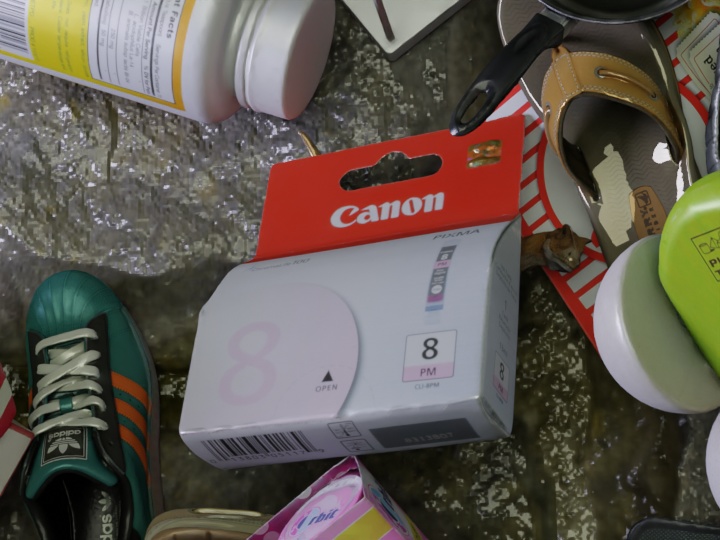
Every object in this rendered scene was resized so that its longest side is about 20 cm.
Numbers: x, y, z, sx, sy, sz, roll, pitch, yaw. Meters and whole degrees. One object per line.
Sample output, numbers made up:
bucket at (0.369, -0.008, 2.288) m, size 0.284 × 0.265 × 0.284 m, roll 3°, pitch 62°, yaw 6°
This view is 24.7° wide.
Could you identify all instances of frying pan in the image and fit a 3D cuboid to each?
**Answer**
frying pan at (0.121, -0.136, 0.816) m, size 0.115 × 0.031 × 0.190 m, roll 9°, pitch 67°, yaw 16°

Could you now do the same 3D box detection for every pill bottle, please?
pill bottle at (-0.120, -0.151, 0.941) m, size 0.200 × 0.109 × 0.110 m, roll 18°, pitch 81°, yaw 12°

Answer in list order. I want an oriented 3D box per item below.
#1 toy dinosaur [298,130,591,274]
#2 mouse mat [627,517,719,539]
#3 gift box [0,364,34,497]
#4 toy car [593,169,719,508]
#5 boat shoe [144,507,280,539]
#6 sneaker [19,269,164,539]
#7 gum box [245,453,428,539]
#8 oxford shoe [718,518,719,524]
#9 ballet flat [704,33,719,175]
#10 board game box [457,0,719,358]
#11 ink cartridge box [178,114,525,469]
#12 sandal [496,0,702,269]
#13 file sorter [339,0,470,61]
toy dinosaur at (0.040, -0.005, 0.914) m, size 0.200 × 0.060 × 0.106 m, roll 13°, pitch 78°, yaw 34°
mouse mat at (0.224, 0.207, 0.802) m, size 0.199 × 0.008 × 0.161 m, roll 5°, pitch 103°, yaw 13°
gift box at (-0.296, 0.091, 0.846) m, size 0.187 × 0.184 × 0.200 m, roll 24°, pitch 87°, yaw 42°
toy car at (0.220, 0.021, 0.730) m, size 0.200 × 0.175 × 0.150 m, roll 50°, pitch 52°, yaw -12°
boat shoe at (-0.017, 0.164, 0.872) m, size 0.199 × 0.065 × 0.072 m, roll 12°, pitch 101°, yaw -8°
sneaker at (-0.150, 0.090, 0.904) m, size 0.071 × 0.080 × 0.201 m, roll -15°, pitch 75°, yaw 6°
gum box at (-0.041, 0.202, 0.809) m, size 0.200 × 0.066 × 0.114 m, roll -40°, pitch 104°, yaw 3°
oxford shoe at (0.277, 0.141, 0.821) m, size 0.199 × 0.071 × 0.071 m, roll -1°, pitch 116°, yaw 7°
ballet flat at (0.196, -0.094, 0.793) m, size 0.066 × 0.057 × 0.201 m, roll 5°, pitch 98°, yaw 26°
board game box at (0.170, -0.071, 0.871) m, size 0.200 × 0.046 × 0.152 m, roll -40°, pitch 73°, yaw 25°
ink cartridge box at (0.000, 0.000, 0.848) m, size 0.162 × 0.057 × 0.200 m, roll -9°, pitch 57°, yaw 23°
sandal at (0.125, -0.071, 0.837) m, size 0.080 × 0.054 × 0.200 m, roll -26°, pitch 77°, yaw 28°
file sorter at (0.004, -0.254, 0.938) m, size 0.139 × 0.125 × 0.200 m, roll -38°, pitch 74°, yaw -2°
